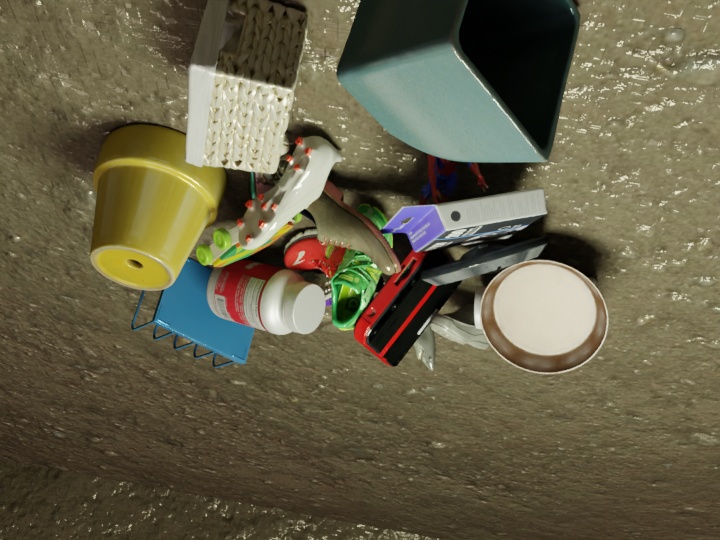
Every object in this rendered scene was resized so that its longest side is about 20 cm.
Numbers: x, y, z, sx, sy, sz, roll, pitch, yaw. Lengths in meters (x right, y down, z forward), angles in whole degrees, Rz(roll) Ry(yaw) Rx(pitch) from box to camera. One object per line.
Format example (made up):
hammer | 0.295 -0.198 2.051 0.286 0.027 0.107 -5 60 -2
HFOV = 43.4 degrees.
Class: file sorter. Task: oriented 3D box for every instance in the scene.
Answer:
file sorter | -0.310 0.083 1.709 0.199 0.141 0.122 30 150 -30

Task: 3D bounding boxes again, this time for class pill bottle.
pill bottle | 0.290 0.065 1.493 0.197 0.112 0.111 1 150 18
pill bottle | -0.162 0.047 1.565 0.198 0.113 0.112 13 157 35

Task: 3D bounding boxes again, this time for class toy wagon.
toy wagon | -0.185 -0.048 1.437 0.154 0.040 0.199 -24 175 -38

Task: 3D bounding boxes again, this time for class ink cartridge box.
ink cartridge box | 0.135 -0.064 1.266 0.197 0.044 0.198 -7 173 -9

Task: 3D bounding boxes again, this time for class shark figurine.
shark figurine | 0.109 0.057 1.605 0.088 0.129 0.216 -19 128 2

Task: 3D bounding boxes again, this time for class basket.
basket | -0.141 -0.224 1.109 0.121 0.137 0.201 12 152 -6

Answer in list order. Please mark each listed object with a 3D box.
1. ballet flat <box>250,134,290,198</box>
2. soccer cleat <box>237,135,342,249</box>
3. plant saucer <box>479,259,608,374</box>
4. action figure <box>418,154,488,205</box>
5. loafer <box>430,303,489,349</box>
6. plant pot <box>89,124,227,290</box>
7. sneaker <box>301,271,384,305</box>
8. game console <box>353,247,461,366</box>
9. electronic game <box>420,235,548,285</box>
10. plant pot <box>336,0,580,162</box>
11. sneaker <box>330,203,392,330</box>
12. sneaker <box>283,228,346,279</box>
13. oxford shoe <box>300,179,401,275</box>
ballet flat | -0.134 -0.163 1.296 0.070 0.070 0.201 -9 154 -2
soccer cleat | -0.101 -0.103 1.296 0.077 0.070 0.201 20 117 -46
plant saucer | 0.286 0.068 1.411 0.197 0.035 0.203 7 118 13
action figure | 0.123 -0.112 1.254 0.064 0.100 0.201 -10 150 -9
loafer | 0.180 0.090 1.573 0.069 0.071 0.199 24 -177 29
plant pot | -0.316 -0.083 1.362 0.197 0.191 0.202 8 151 4
sneaker | -0.036 0.038 1.603 0.099 0.071 0.199 22 153 -36
game console | 0.080 0.054 1.468 0.031 0.201 0.177 37 176 29
electronic game | 0.185 -0.018 1.360 0.197 0.042 0.200 -16 180 0
plant pot | 0.089 -0.236 0.963 0.198 0.199 0.195 -4 149 40
sneaker | 0.000 0.000 1.396 0.073 0.203 0.084 14 -167 12
sneaker | -0.046 -0.019 1.488 0.197 0.086 0.077 -7 145 28
oxford shoe | -0.023 -0.053 1.330 0.200 0.075 0.071 44 166 20
